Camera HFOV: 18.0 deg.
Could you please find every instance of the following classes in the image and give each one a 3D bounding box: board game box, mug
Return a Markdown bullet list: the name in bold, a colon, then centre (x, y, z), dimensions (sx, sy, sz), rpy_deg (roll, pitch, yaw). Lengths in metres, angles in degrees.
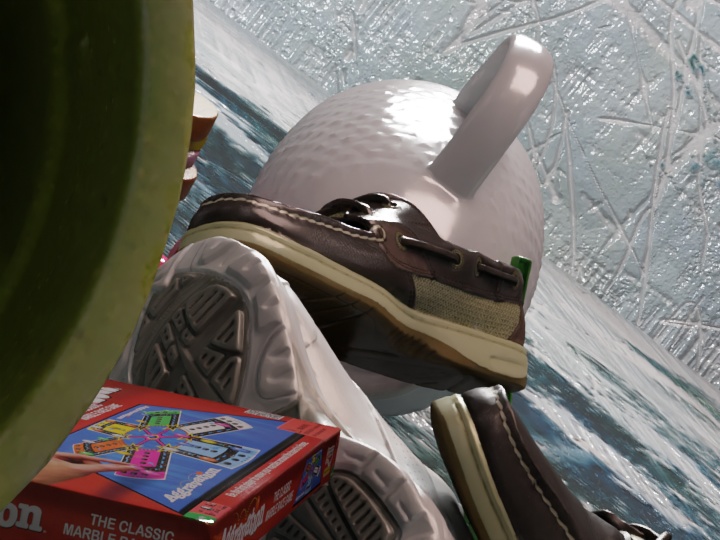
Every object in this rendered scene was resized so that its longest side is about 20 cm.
- **board game box**: centre (-0.071, 0.052, 0.632), dimensions (0.103, 0.019, 0.200), rpy_deg (11, 4, 7)
- **mug**: centre (0.026, -0.026, 1.080), dimensions (0.148, 0.200, 0.175), rpy_deg (35, 15, -3)

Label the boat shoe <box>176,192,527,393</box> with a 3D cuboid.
- **boat shoe**: centre (0.000, 0.000, 0.924), dimensions (0.073, 0.065, 0.200), rpy_deg (-5, -20, 34)

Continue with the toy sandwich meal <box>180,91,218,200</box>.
- **toy sandwich meal**: centre (-0.164, -0.104, 1.137), dimensions (0.205, 0.070, 0.205), rpy_deg (38, 7, -5)

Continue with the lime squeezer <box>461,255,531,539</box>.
- **lime squeezer**: centre (0.067, 0.091, 0.980), dimensions (0.038, 0.071, 0.200), rpy_deg (5, 52, -21)

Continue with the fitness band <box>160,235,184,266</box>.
- **fitness band**: centre (-0.085, 0.009, 0.947), dimensions (0.200, 0.037, 0.144), rpy_deg (42, 8, 36)

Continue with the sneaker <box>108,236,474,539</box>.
- **sneaker**: centre (-0.018, 0.071, 0.793), dimensions (0.099, 0.078, 0.200), rpy_deg (40, 12, -49)

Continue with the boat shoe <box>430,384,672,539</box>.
- **boat shoe**: centre (0.092, 0.117, 0.767), dimensions (0.201, 0.066, 0.072), rpy_deg (60, 4, -13)

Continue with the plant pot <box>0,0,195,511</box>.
- **plant pot**: centre (-0.141, -0.038, 0.440), dimensions (0.200, 0.200, 0.190), rpy_deg (37, -4, -10)
